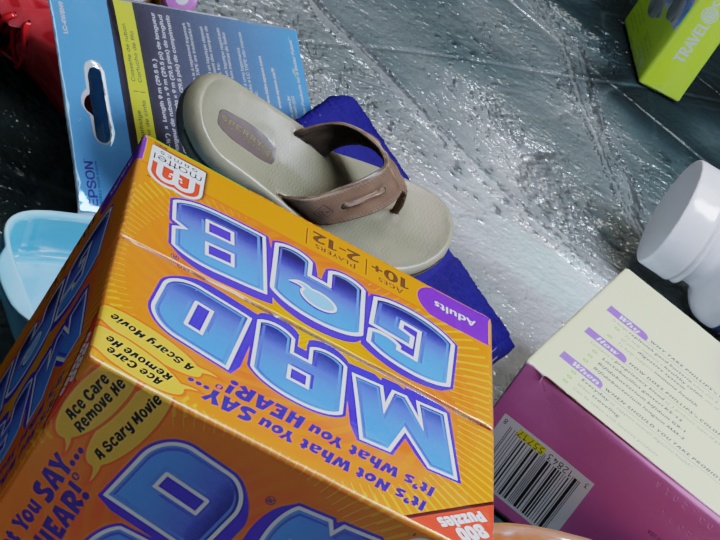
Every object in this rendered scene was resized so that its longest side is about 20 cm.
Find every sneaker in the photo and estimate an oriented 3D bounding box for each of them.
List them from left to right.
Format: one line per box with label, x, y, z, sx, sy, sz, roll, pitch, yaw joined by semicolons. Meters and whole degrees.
sneaker;-0.244;-0.159;1.547;0.115;0.078;0.200;-13;51;-33

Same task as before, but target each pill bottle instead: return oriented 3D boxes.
pill bottle;0.314;0.006;1.819;0.200;0.120;0.120;31;27;-7

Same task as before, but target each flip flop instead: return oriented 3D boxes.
flip flop;-0.018;-0.058;1.412;0.200;0.058;0.081;33;45;-31

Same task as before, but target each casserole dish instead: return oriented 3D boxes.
casserole dish;-0.126;0.027;1.374;0.200;0.039;0.121;7;46;-41

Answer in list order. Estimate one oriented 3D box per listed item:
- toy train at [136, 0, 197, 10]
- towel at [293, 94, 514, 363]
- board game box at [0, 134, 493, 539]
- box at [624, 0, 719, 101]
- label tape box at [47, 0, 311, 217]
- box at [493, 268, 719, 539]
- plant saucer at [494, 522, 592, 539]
toy train;-0.161;-0.187;1.613;0.200;0.056;0.150;55;-13;7
towel;0.000;0.000;1.483;0.200;0.050;0.148;58;37;-3
board game box;-0.073;0.101;1.149;0.200;0.200;0.200;28;29;-14
box;0.311;-0.261;2.156;0.048;0.200;0.122;25;28;-16
label tape box;-0.117;-0.083;1.487;0.200;0.066;0.144;3;69;-43
box;0.179;0.113;1.523;0.176;0.097;0.200;39;28;8
plant saucer;0.144;0.194;1.321;0.200;0.038;0.200;19;8;-3
